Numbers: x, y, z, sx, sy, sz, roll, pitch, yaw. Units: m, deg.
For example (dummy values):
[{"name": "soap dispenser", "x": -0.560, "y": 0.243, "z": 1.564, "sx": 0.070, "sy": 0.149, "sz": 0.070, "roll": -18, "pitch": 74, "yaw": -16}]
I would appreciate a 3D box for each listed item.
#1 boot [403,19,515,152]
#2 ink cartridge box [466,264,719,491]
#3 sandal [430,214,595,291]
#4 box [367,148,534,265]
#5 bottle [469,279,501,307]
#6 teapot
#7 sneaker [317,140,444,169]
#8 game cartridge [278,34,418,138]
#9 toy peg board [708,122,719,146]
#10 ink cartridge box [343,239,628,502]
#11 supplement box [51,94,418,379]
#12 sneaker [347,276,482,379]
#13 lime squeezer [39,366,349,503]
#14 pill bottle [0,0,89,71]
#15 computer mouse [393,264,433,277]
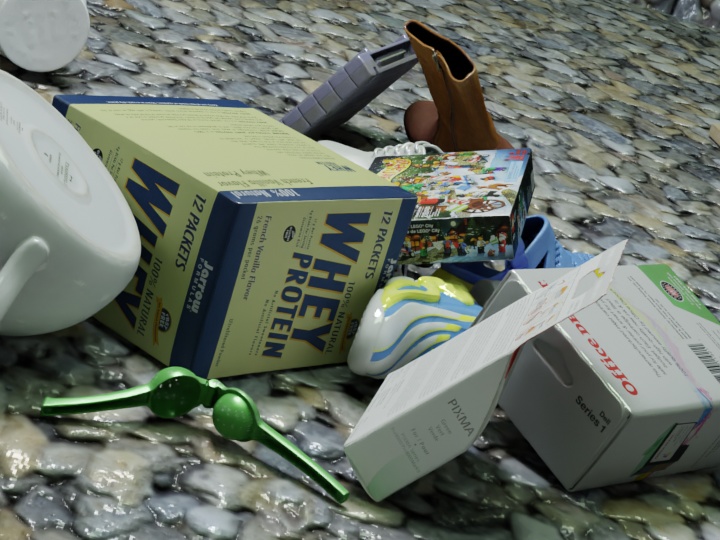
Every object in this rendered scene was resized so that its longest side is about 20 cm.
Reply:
[{"name": "boot", "x": 0.076, "y": -0.167, "z": 2.067, "sx": 0.188, "sy": 0.068, "sz": 0.200, "roll": 50, "pitch": -5, "yaw": 44}, {"name": "ink cartridge box", "x": 0.189, "y": 0.074, "z": 1.527, "sx": 0.200, "sy": 0.084, "sz": 0.145, "roll": -2, "pitch": 45, "yaw": -48}, {"name": "sandal", "x": 0.146, "y": -0.007, "z": 1.789, "sx": 0.200, "sy": 0.087, "sz": 0.079, "roll": 1, "pitch": 21, "yaw": -46}, {"name": "box", "x": 0.064, "y": -0.052, "z": 1.691, "sx": 0.136, "sy": 0.038, "sz": 0.200, "roll": -2, "pitch": 18, "yaw": 10}, {"name": "bottle", "x": 0.181, "y": 0.041, "z": 1.709, "sx": 0.199, "sy": 0.065, "sz": 0.084, "roll": 8, "pitch": 21, "yaw": -28}, {"name": "teapot", "x": -0.250, "y": -0.025, "z": 1.383, "sx": 0.198, "sy": 0.146, "sz": 0.200, "roll": 56, "pitch": 12, "yaw": 17}, {"name": "sneaker", "x": 0.045, "y": -0.090, "z": 1.961, "sx": 0.199, "sy": 0.071, "sz": 0.073, "roll": 24, "pitch": 19, "yaw": 19}, {"name": "game cartridge", "x": -0.012, "y": -0.180, "z": 2.098, "sx": 0.038, "sy": 0.129, "sz": 0.200, "roll": 56, "pitch": 21, "yaw": 0}, {"name": "toy peg board", "x": 0.571, "y": -0.164, "z": 2.646, "sx": 0.198, "sy": 0.098, "sz": 0.200, "roll": 14, "pitch": 18, "yaw": -13}, {"name": "ink cartridge box", "x": 0.093, "y": 0.063, "z": 1.375, "sx": 0.050, "sy": 0.200, "sz": 0.161, "roll": 59, "pitch": 18, "yaw": -6}, {"name": "supplement box", "x": -0.106, "y": -0.029, "z": 1.530, "sx": 0.199, "sy": 0.135, "sz": 0.200, "roll": 30, "pitch": 21, "yaw": 35}, {"name": "sneaker", "x": 0.068, "y": 0.051, "z": 1.554, "sx": 0.105, "sy": 0.076, "sz": 0.200, "roll": 24, "pitch": 18, "yaw": 17}, {"name": "lime squeezer", "x": -0.098, "y": 0.093, "z": 1.333, "sx": 0.199, "sy": 0.038, "sz": 0.071, "roll": 18, "pitch": 18, "yaw": -3}, {"name": "pill bottle", "x": -0.332, "y": -0.269, "z": 2.075, "sx": 0.109, "sy": 0.110, "sz": 0.200, "roll": 10, "pitch": 19, "yaw": -23}, {"name": "computer mouse", "x": 0.000, "y": 0.000, "z": 1.690, "sx": 0.109, "sy": 0.044, "sz": 0.200, "roll": 15, "pitch": 19, "yaw": 5}]
